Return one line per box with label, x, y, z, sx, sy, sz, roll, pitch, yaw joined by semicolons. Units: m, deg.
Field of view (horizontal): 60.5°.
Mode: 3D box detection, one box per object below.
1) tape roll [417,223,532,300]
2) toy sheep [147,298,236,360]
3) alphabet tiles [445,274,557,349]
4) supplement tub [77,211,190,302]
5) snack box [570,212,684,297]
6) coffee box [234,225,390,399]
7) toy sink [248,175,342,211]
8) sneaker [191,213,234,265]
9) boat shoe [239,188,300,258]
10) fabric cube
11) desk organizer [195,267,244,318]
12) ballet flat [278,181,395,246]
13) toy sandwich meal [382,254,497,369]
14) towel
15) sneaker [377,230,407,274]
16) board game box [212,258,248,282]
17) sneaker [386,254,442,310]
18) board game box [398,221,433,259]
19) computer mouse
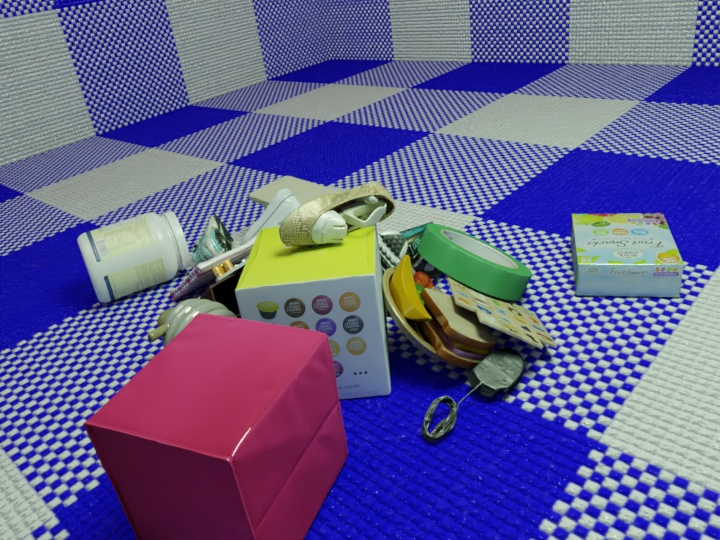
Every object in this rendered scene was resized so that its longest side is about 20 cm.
tape roll;0.195;-0.017;1.061;0.196;0.049;0.201;21;16;-6
toy sheep;-0.245;0.113;0.970;0.197;0.141;0.137;27;41;26
alphabet tiles;0.212;0.059;0.950;0.163;0.006;0.201;24;16;-6
supplement tub;-0.468;-0.033;1.286;0.196;0.149;0.144;-21;30;-24
snack box;0.462;-0.032;1.094;0.164;0.069;0.201;0;31;15
coffee box;-0.060;0.054;0.942;0.193;0.203;0.201;-6;27;5
toy sink;-0.138;-0.120;1.389;0.197;0.115;0.129;20;38;35
sneaker;-0.340;-0.064;1.383;0.085;0.078;0.200;-34;17;2
boat shoe;-0.189;-0.076;1.290;0.067;0.201;0.073;45;32;13
fabric cube;-0.146;0.196;0.704;0.191;0.205;0.200;5;32;23
desk organizer;-0.196;0.027;1.138;0.198;0.073;0.077;-33;0;-38
ballet flat;-0.026;-0.079;0.900;0.197;0.072;0.065;-29;47;-31
toy sandwich meal;0.117;0.057;0.928;0.070;0.203;0.207;-47;22;26
towel;-0.287;-0.008;1.207;0.145;0.030;0.199;-33;2;-37
sneaker;0.000;0.000;1.094;0.198;0.076;0.081;-38;-1;12
board game box;-0.174;-0.044;1.172;0.197;0.026;0.200;-33;1;1
sneaker;0.080;0.014;1.136;0.080;0.076;0.199;-5;21;45
board game box;0.037;-0.035;1.186;0.196;0.029;0.135;-17;15;30
computer mouse;0.156;0.172;0.849;0.198;0.035;0.058;-31;51;-27
